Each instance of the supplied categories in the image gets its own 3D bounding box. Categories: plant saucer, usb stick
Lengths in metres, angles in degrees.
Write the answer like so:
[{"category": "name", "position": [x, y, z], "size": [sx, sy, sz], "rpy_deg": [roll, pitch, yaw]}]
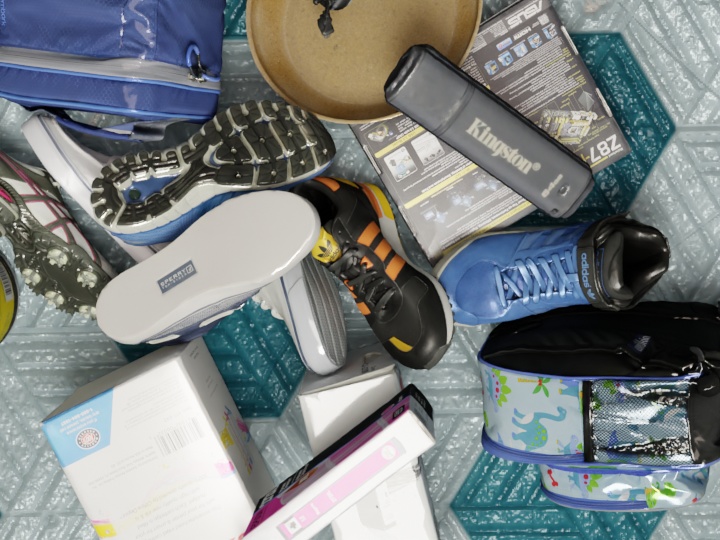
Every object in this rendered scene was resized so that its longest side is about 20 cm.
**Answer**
[{"category": "plant saucer", "position": [0.004, -0.213, 0.971], "size": [0.198, 0.035, 0.202], "rpy_deg": [-2, 78, 11]}, {"category": "usb stick", "position": [0.105, -0.109, 0.933], "size": [0.199, 0.033, 0.056], "rpy_deg": [32, 99, -23]}]

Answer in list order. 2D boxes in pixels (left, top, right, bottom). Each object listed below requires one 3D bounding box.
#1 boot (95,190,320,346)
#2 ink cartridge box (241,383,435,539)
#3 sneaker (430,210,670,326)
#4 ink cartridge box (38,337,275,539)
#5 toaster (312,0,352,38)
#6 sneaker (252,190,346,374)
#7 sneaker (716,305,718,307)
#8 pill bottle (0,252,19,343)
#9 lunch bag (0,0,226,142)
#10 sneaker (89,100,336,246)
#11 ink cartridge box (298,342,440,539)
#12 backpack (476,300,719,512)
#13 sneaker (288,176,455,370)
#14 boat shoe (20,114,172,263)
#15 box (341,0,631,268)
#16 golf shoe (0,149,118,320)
[{"category": "boot", "position": [-0.110, 0.001, 0.933], "size": [0.199, 0.090, 0.073], "rpy_deg": [-24, 75, 15]}, {"category": "ink cartridge box", "position": [-0.030, 0.163, 0.861], "size": [0.200, 0.095, 0.037], "rpy_deg": [-40, 93, 6]}, {"category": "sneaker", "position": [0.159, 0.000, 0.947], "size": [0.198, 0.111, 0.077], "rpy_deg": [-10, 94, -22]}, {"category": "ink cartridge box", "position": [-0.157, 0.176, 0.990], "size": [0.128, 0.125, 0.201], "rpy_deg": [-25, 97, 3]}, {"category": "toaster", "position": [-0.028, -0.305, 0.867], "size": [0.181, 0.200, 0.119], "rpy_deg": [47, 73, -4]}, {"category": "sneaker", "position": [-0.070, 0.003, 0.984], "size": [0.070, 0.073, 0.201], "rpy_deg": [-29, 65, 18]}, {"category": "sneaker", "position": [0.397, 0.086, 1.010], "size": [0.115, 0.075, 0.200], "rpy_deg": [-40, 94, 1]}, {"category": "pill bottle", "position": [-0.356, 0.033, 0.937], "size": [0.113, 0.200, 0.115], "rpy_deg": [0, 96, 0]}, {"category": "lunch bag", "position": [-0.199, -0.173, 0.930], "size": [0.198, 0.136, 0.134], "rpy_deg": [11, 98, 24]}, {"category": "sneaker", "position": [-0.116, -0.073, 0.944], "size": [0.198, 0.089, 0.079], "rpy_deg": [-18, 72, -6]}, {"category": "ink cartridge box", "position": [0.013, 0.173, 0.981], "size": [0.083, 0.144, 0.202], "rpy_deg": [-13, 95, 2]}, {"category": "backpack", "position": [0.198, 0.109, 0.953], "size": [0.198, 0.183, 0.148], "rpy_deg": [1, 103, 20]}, {"category": "sneaker", "position": [0.000, 0.000, 0.941], "size": [0.090, 0.201, 0.070], "rpy_deg": [12, 128, -39]}, {"category": "boat shoe", "position": [-0.200, -0.067, 0.998], "size": [0.065, 0.074, 0.200], "rpy_deg": [-43, 105, 1]}, {"category": "box", "position": [0.107, -0.120, 0.999], "size": [0.199, 0.049, 0.162], "rpy_deg": [-31, 94, 3]}, {"category": "golf shoe", "position": [-0.266, -0.038, 0.990], "size": [0.077, 0.088, 0.200], "rpy_deg": [-24, 124, 35]}]
